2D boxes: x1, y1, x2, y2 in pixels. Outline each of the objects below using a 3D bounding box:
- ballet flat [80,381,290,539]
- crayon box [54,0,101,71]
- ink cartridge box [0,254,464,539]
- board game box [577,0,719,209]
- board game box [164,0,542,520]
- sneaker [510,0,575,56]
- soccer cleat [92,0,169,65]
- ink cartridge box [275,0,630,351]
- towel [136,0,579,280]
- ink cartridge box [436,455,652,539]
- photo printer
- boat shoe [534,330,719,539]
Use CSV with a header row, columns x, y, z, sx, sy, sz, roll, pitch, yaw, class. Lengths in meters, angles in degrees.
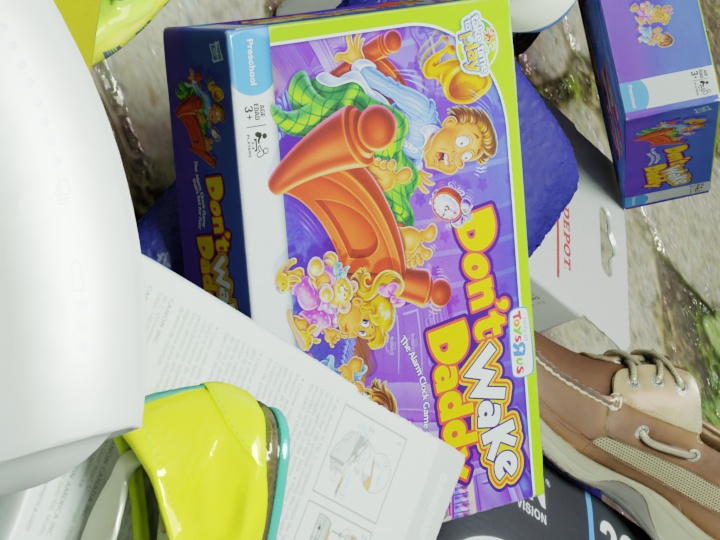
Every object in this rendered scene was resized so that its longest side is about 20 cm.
x,y,z,sx,sy,sz,roll,pitch,yaw,class
-0.065,0.136,0.821,0.067,0.067,0.201,3,94,-25,ballet flat
-0.145,-0.047,0.819,0.127,0.051,0.201,-2,105,-58,crayon box
-0.062,0.100,0.886,0.200,0.057,0.163,35,73,-49,ink cartridge box
0.127,-0.146,1.206,0.135,0.045,0.201,72,8,-74,board game box
0.000,0.000,0.974,0.134,0.045,0.201,-12,102,-36,board game box
0.072,-0.144,1.221,0.111,0.077,0.200,46,-1,-36,sneaker
-0.098,-0.115,0.999,0.064,0.084,0.200,22,36,4,soccer cleat
0.045,-0.041,1.181,0.200,0.068,0.116,37,43,-40,ink cartridge box
-0.005,-0.020,1.037,0.200,0.049,0.148,-49,121,-23,towel
0.074,0.132,1.145,0.198,0.043,0.201,37,42,-41,ink cartridge box
-0.164,-0.004,0.711,0.069,0.199,0.167,109,-34,-84,photo printer
0.125,0.067,1.184,0.200,0.072,0.076,38,10,-31,boat shoe
